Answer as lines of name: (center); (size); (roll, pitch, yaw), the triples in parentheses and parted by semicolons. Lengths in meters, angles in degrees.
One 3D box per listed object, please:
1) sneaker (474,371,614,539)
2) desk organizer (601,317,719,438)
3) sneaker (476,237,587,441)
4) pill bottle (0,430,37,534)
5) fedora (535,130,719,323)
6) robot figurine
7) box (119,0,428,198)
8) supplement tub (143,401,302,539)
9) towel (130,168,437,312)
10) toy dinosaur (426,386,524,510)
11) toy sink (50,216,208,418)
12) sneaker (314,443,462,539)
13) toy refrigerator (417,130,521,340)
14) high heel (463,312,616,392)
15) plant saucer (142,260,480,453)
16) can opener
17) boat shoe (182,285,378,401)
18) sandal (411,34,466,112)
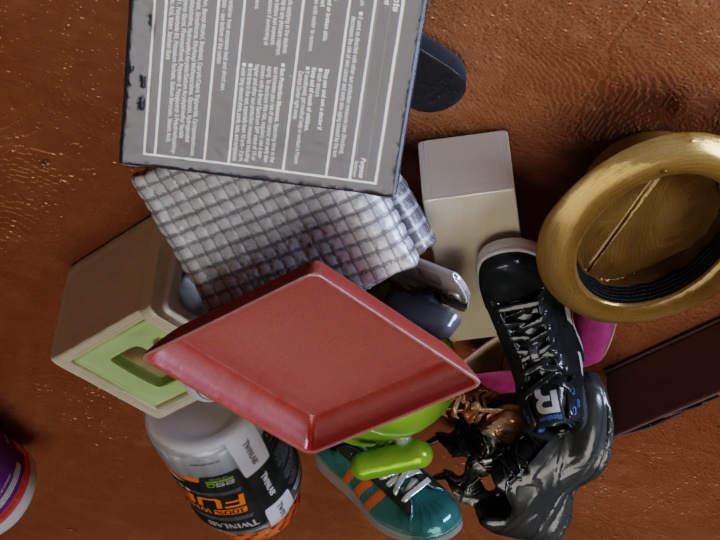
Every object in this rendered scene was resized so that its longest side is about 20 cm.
sneaker: (0.172, 0.180, 1.703); (0.090, 0.076, 0.201); (10, 118, -21)
desk organizer: (0.320, 0.104, 1.667); (0.072, 0.077, 0.200); (32, 137, -31)
sneaker: (0.152, 0.068, 1.505); (0.073, 0.112, 0.200); (-15, 141, 14)
pill bottle: (-0.429, 0.186, 1.852); (0.112, 0.113, 0.200); (-15, 139, 26)
fedora: (0.230, -0.048, 1.456); (0.199, 0.082, 0.201); (-5, 132, -5)
robot figurine: (0.019, 0.096, 1.637); (0.115, 0.176, 0.200); (-10, 172, -18)
box: (-0.057, -0.172, 1.258); (0.197, 0.123, 0.201); (8, 124, -2)
supplement tub: (-0.129, 0.179, 1.793); (0.122, 0.123, 0.200); (-5, 143, 14)
towel: (-0.059, -0.051, 1.453); (0.199, 0.086, 0.166); (-21, 108, 31)
toy dinosaur: (0.133, 0.153, 1.774); (0.199, 0.102, 0.136); (33, 124, -6)
toy sink: (-0.159, 0.035, 1.607); (0.200, 0.113, 0.130); (-27, 133, 37)
sneaker: (0.019, 0.192, 1.764); (0.200, 0.071, 0.080); (31, 144, 40)
toy refrigerator: (0.098, -0.028, 1.526); (0.075, 0.070, 0.200); (-7, 143, 6)
high heel: (0.162, 0.057, 1.635); (0.095, 0.068, 0.200); (3, 159, -15)
plant saucer: (-0.038, 0.067, 1.464); (0.199, 0.037, 0.199); (-25, 136, 37)
can opener: (0.000, 0.000, 1.511); (0.199, 0.067, 0.053); (21, 152, 26)
boat shoe: (-0.066, 0.044, 1.554); (0.057, 0.200, 0.069); (13, 136, 56)
sandal: (-0.003, -0.170, 1.362); (0.199, 0.043, 0.076); (23, 140, -23)
